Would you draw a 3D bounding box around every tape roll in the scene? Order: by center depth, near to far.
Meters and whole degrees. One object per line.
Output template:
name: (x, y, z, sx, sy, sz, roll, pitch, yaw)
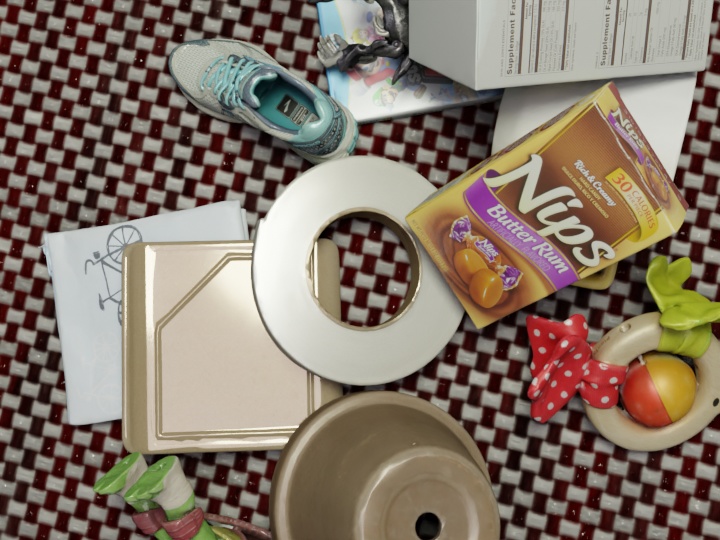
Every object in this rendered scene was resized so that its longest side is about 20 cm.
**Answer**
tape roll: (0.000, 0.000, 0.845, 0.198, 0.037, 0.207, 1, 85, -11)

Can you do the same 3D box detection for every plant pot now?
plant pot: (0.033, 0.198, 0.761, 0.196, 0.174, 0.205, 2, 83, -13)

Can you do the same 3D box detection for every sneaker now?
sneaker: (-0.094, -0.168, 0.859, 0.197, 0.086, 0.079, 26, 90, 15)

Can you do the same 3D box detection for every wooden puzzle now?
wooden puzzle: (-0.114, 0.067, 0.857, 0.196, 0.037, 0.189, -1, 85, -8)

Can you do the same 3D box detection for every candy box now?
candy box: (0.145, -0.047, 0.764, 0.199, 0.056, 0.118, -31, 97, 38)

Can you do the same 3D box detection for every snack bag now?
snack bag: (-0.191, 0.044, 0.887, 0.196, 0.021, 0.193, -10, 86, 1)

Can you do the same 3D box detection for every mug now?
mug: (0.189, -0.094, 0.813, 0.150, 0.149, 0.190, 14, 80, 13)

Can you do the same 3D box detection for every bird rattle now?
bird rattle: (0.240, 0.089, 0.807, 0.198, 0.113, 0.164, -33, 111, 2)

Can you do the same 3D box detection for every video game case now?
video game case: (0.062, -0.221, 0.891, 0.196, 0.018, 0.146, -9, 86, 4)

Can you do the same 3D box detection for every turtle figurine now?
turtle figurine: (-0.161, 0.264, 0.793, 0.198, 0.144, 0.196, -30, 106, -4)

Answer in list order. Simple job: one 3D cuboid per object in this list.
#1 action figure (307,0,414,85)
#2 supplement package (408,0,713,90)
action figure: (0.004, -0.242, 0.842, 0.199, 0.102, 0.120, 35, 80, -20)
supplement package: (0.153, -0.238, 0.748, 0.196, 0.152, 0.154, -7, 113, -15)
